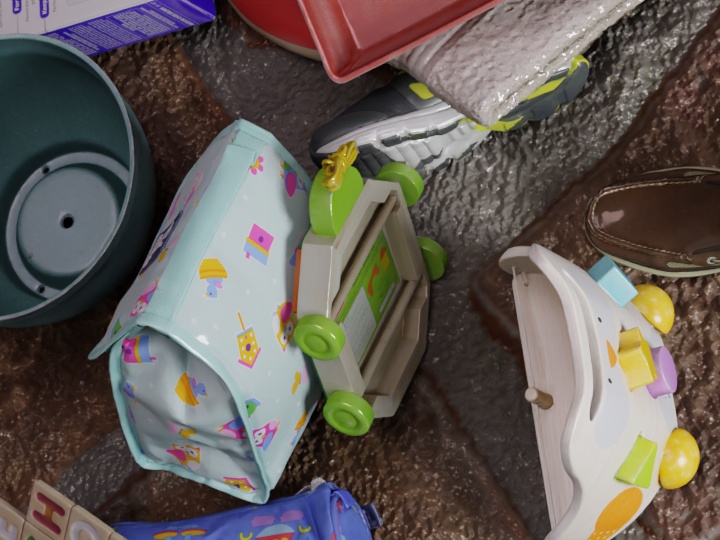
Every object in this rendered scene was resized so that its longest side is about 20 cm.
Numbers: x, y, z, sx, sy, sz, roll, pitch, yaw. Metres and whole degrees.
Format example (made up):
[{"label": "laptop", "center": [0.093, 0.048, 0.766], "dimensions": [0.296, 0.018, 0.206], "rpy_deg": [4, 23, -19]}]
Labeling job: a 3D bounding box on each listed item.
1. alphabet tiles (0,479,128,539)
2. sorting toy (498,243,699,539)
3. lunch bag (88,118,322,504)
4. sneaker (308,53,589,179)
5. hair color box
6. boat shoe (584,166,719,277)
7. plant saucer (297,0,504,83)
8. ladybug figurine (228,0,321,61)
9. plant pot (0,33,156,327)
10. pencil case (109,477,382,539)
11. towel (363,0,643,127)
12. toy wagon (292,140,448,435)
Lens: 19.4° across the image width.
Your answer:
[{"label": "alphabet tiles", "center": [-0.196, 0.242, 1.399], "dimensions": [0.167, 0.008, 0.201], "rpy_deg": [30, 123, 23]}, {"label": "sorting toy", "center": [0.138, 0.063, 1.307], "dimensions": [0.106, 0.180, 0.202], "rpy_deg": [-12, 73, 14]}, {"label": "lunch bag", "center": [-0.088, 0.024, 1.354], "dimensions": [0.121, 0.201, 0.171], "rpy_deg": [14, 58, 20]}, {"label": "sneaker", "center": [0.055, -0.124, 1.447], "dimensions": [0.199, 0.075, 0.085], "rpy_deg": [-21, 65, 2]}, {"label": "hair color box", "center": [-0.204, -0.216, 1.530], "dimensions": [0.199, 0.065, 0.110], "rpy_deg": [-11, 73, 26]}, {"label": "boat shoe", "center": [0.239, -0.037, 1.357], "dimensions": [0.201, 0.075, 0.075], "rpy_deg": [2, 77, 18]}, {"label": "plant saucer", "center": [0.034, -0.251, 1.359], "dimensions": [0.199, 0.037, 0.201], "rpy_deg": [-25, 85, 21]}, {"label": "ladybug figurine", "center": [-0.022, -0.220, 1.488], "dimensions": [0.199, 0.072, 0.137], "rpy_deg": [22, 83, 21]}, {"label": "plant pot", "center": [-0.225, -0.048, 1.475], "dimensions": [0.199, 0.134, 0.202], "rpy_deg": [-4, 75, 16]}, {"label": "pencil case", "center": [-0.086, 0.194, 1.400], "dimensions": [0.198, 0.078, 0.088], "rpy_deg": [-13, 80, 14]}, {"label": "towel", "center": [0.107, -0.187, 1.407], "dimensions": [0.200, 0.035, 0.132], "rpy_deg": [-41, 54, -18]}, {"label": "toy wagon", "center": [0.000, 0.000, 1.356], "dimensions": [0.039, 0.201, 0.156], "rpy_deg": [4, 45, 26]}]
